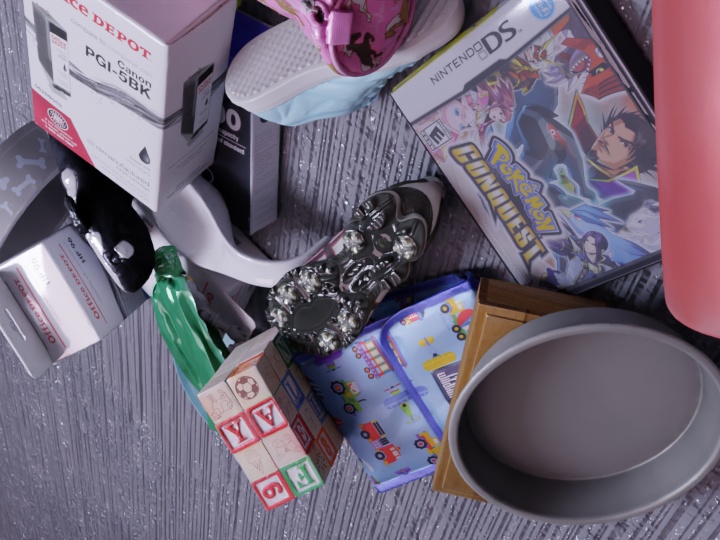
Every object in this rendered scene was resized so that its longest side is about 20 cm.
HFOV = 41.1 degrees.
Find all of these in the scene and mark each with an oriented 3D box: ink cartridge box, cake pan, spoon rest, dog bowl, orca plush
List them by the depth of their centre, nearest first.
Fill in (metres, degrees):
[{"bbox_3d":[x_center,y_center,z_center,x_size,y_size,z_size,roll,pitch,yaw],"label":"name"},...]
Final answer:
[{"bbox_3d":[0.162,0.105,0.688,0.198,0.037,0.202,1,127,2],"label":"cake pan"},{"bbox_3d":[-0.186,-0.166,0.762,0.146,0.083,0.201,35,146,10],"label":"ink cartridge box"},{"bbox_3d":[-0.120,-0.033,0.854,0.199,0.061,0.100,21,134,27],"label":"spoon rest"},{"bbox_3d":[-0.157,-0.157,0.868,0.197,0.043,0.201,31,136,23],"label":"ink cartridge box"},{"bbox_3d":[-0.229,-0.079,0.897,0.201,0.071,0.105,62,-175,34],"label":"orca plush"},{"bbox_3d":[-0.168,-0.005,0.980,0.200,0.068,0.116,45,142,8],"label":"ink cartridge box"},{"bbox_3d":[-0.303,0.017,1.016,0.067,0.200,0.117,-25,102,17],"label":"ink cartridge box"},{"bbox_3d":[-0.371,-0.067,1.041,0.058,0.201,0.200,34,141,-3],"label":"dog bowl"}]

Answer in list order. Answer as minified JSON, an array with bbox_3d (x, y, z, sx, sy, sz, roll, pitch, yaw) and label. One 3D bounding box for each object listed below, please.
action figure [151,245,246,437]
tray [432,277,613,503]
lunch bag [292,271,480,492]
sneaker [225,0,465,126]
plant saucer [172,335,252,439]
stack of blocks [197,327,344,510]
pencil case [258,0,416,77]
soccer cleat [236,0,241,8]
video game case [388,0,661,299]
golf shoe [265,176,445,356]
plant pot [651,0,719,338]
[{"bbox_3d":[-0.150,0.069,0.921,0.118,0.055,0.201,-3,115,51],"label":"action figure"},{"bbox_3d":[0.121,0.104,0.742,0.098,0.037,0.201,12,128,5],"label":"tray"},{"bbox_3d":[0.069,0.087,0.820,0.199,0.094,0.151,-23,105,37],"label":"lunch bag"},{"bbox_3d":[-0.002,-0.158,0.708,0.199,0.082,0.075,-10,71,34],"label":"sneaker"},{"bbox_3d":[-0.136,0.135,1.095,0.199,0.027,0.201,27,137,28],"label":"plant saucer"},{"bbox_3d":[-0.065,0.110,0.867,0.058,0.200,0.116,-28,99,15],"label":"stack of blocks"},{"bbox_3d":[-0.053,-0.209,0.637,0.200,0.083,0.087,41,170,27],"label":"pencil case"},{"bbox_3d":[-0.172,-0.281,0.769,0.200,0.065,0.084,41,132,11],"label":"soccer cleat"},{"bbox_3d":[0.130,-0.082,0.654,0.201,0.025,0.180,55,142,-5],"label":"video game case"},{"bbox_3d":[0.000,0.000,0.774,0.077,0.088,0.200,48,130,-1],"label":"golf shoe"},{"bbox_3d":[0.224,-0.083,0.442,0.199,0.200,0.179,-5,107,47],"label":"plant pot"}]
